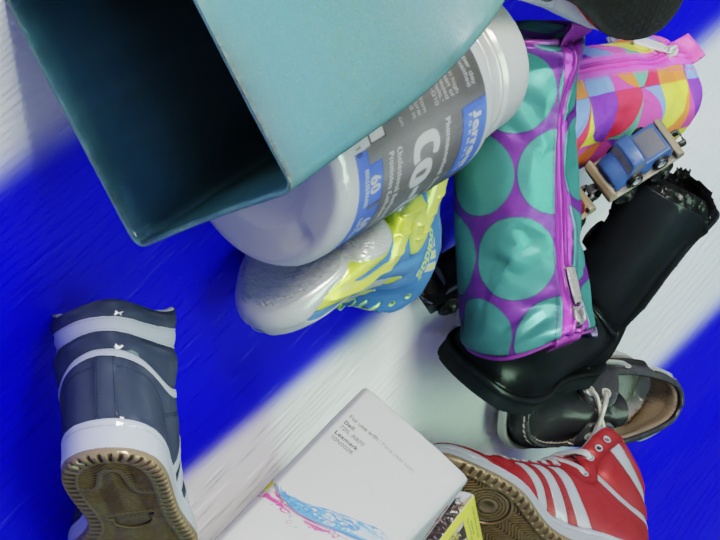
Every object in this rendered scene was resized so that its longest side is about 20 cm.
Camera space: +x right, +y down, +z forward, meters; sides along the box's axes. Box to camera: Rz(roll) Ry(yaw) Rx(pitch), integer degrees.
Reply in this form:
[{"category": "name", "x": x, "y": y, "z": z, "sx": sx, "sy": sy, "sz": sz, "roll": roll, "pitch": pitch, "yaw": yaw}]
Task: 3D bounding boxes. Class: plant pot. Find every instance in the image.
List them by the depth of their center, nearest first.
[{"category": "plant pot", "x": -0.035, "y": -0.129, "z": 1.299, "sx": 0.200, "sy": 0.141, "sz": 0.142, "roll": -33, "pitch": 99, "yaw": -36}]

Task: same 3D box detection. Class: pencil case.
[{"category": "pencil case", "x": 0.100, "y": -0.050, "z": 1.609, "sx": 0.085, "sy": 0.092, "sz": 0.201, "roll": -13, "pitch": 103, "yaw": -45}, {"category": "pencil case", "x": 0.148, "y": -0.111, "z": 1.735, "sx": 0.200, "sy": 0.088, "sz": 0.089, "roll": -19, "pitch": 120, "yaw": -54}]

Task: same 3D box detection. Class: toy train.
[{"category": "toy train", "x": 0.121, "y": -0.037, "z": 1.686, "sx": 0.200, "sy": 0.034, "sz": 0.046, "roll": -32, "pitch": 155, "yaw": -6}]

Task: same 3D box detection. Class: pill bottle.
[{"category": "pill bottle", "x": 0.003, "y": -0.089, "z": 1.480, "sx": 0.200, "sy": 0.114, "sz": 0.114, "roll": -33, "pitch": 131, "yaw": -47}]

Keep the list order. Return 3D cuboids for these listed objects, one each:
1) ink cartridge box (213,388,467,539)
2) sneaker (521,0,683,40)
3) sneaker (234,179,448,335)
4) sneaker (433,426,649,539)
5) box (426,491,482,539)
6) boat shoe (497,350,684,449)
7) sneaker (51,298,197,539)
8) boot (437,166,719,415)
[{"category": "ink cartridge box", "x": -0.044, "y": 0.182, "z": 1.510, "sx": 0.200, "sy": 0.084, "sz": 0.145, "roll": -44, "pitch": 170, "yaw": -40}, {"category": "sneaker", "x": 0.096, "y": -0.191, "z": 1.533, "sx": 0.201, "sy": 0.108, "sz": 0.067, "roll": 4, "pitch": 117, "yaw": -45}, {"category": "sneaker", "x": 0.000, "y": 0.000, "z": 1.556, "sx": 0.200, "sy": 0.076, "sz": 0.105, "roll": -45, "pitch": 140, "yaw": -40}, {"category": "sneaker", "x": 0.116, "y": 0.143, "z": 1.798, "sx": 0.200, "sy": 0.071, "sz": 0.113, "roll": 31, "pitch": 40, "yaw": -24}, {"category": "box", "x": -0.006, "y": 0.211, "z": 1.653, "sx": 0.200, "sy": 0.075, "sz": 0.050, "roll": -52, "pitch": 146, "yaw": -33}, {"category": "boat shoe", "x": 0.164, "y": 0.095, "z": 1.880, "sx": 0.200, "sy": 0.060, "sz": 0.074, "roll": 2, "pitch": 104, "yaw": -58}, {"category": "sneaker", "x": -0.125, "y": 0.086, "z": 1.402, "sx": 0.200, "sy": 0.070, "sz": 0.109, "roll": 92, "pitch": -7, "yaw": -64}, {"category": "boot", "x": 0.146, "y": 0.004, "z": 1.739, "sx": 0.168, "sy": 0.076, "sz": 0.200, "roll": -57, "pitch": 158, "yaw": 20}]
